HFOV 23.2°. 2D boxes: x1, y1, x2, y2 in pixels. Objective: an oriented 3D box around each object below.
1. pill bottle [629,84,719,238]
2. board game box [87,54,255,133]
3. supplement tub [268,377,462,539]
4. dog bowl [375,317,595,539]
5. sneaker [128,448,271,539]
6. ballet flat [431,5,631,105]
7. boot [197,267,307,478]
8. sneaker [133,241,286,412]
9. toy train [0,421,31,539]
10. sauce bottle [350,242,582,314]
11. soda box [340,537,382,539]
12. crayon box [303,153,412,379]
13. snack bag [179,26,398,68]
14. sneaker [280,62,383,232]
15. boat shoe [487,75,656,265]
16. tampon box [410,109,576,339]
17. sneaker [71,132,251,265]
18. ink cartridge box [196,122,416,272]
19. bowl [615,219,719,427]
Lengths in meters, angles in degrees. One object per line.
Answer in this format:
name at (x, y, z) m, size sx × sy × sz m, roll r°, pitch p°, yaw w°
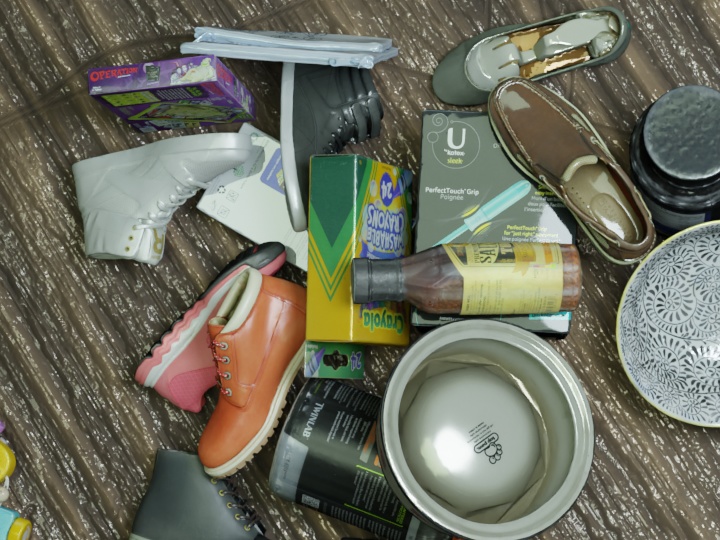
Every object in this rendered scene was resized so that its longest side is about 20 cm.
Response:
pill bottle at (0.300, -0.099, 1.588) m, size 0.111 × 0.200 × 0.112 m, roll -2°, pitch 78°, yaw 9°
board game box at (-0.174, -0.164, 1.654) m, size 0.120 × 0.200 × 0.032 m, roll -2°, pitch 84°, yaw 6°
supplement tub at (0.025, 0.186, 1.642) m, size 0.199 × 0.123 × 0.123 m, roll 21°, pitch 88°, yaw 8°
dog bowl at (0.102, 0.147, 1.558) m, size 0.199 × 0.074 × 0.201 m, roll 5°, pitch 72°, yaw -16°
sneaker at (-0.119, 0.237, 1.679) m, size 0.199 × 0.075 × 0.107 m, roll 13°, pitch 87°, yaw 8°
ballet flat at (0.162, -0.212, 1.687) m, size 0.199 × 0.064 × 0.068 m, roll -16°, pitch 84°, yaw 5°
boot at (-0.115, 0.094, 1.642) m, size 0.107 × 0.075 × 0.200 m, roll 29°, pitch 91°, yaw -29°
sneaker at (-0.127, 0.056, 1.699) m, size 0.087 × 0.074 × 0.200 m, roll 42°, pitch 105°, yaw -6°
toy train at (-0.401, 0.219, 1.726) m, size 0.150 × 0.056 × 0.201 m, roll -22°, pitch 80°, yaw 6°
sauce bottle at (0.092, 0.007, 1.535) m, size 0.199 × 0.066 × 0.066 m, roll -1°, pitch 85°, yaw -7°
soda box at (0.073, 0.294, 1.652) m, size 0.199 × 0.071 × 0.064 m, roll 2°, pitch 91°, yaw 7°
crayon box at (0.000, 0.000, 1.616) m, size 0.051 × 0.126 × 0.201 m, roll 0°, pitch 86°, yaw 26°
snack bag at (-0.067, -0.212, 1.650) m, size 0.188 × 0.200 × 0.021 m, roll 6°, pitch 101°, yaw 7°
sneaker at (-0.026, -0.125, 1.669) m, size 0.099 × 0.071 × 0.201 m, roll 0°, pitch 57°, yaw -1°
boat shoe at (0.191, -0.095, 1.544) m, size 0.075 × 0.075 × 0.202 m, roll -43°, pitch 85°, yaw -2°
tampon box at (0.127, -0.040, 1.645) m, size 0.149 × 0.126 × 0.201 m, roll 3°, pitch 85°, yaw 4°
sneaker at (-0.186, -0.064, 1.696) m, size 0.199 × 0.074 × 0.116 m, roll -12°, pitch 80°, yaw 28°
ink cartridge box at (-0.051, -0.053, 1.713) m, size 0.200 × 0.039 × 0.100 m, roll 31°, pitch 89°, yaw 9°
bowl at (0.328, 0.035, 1.620) m, size 0.200 × 0.094 × 0.202 m, roll -1°, pitch 109°, yaw -2°
